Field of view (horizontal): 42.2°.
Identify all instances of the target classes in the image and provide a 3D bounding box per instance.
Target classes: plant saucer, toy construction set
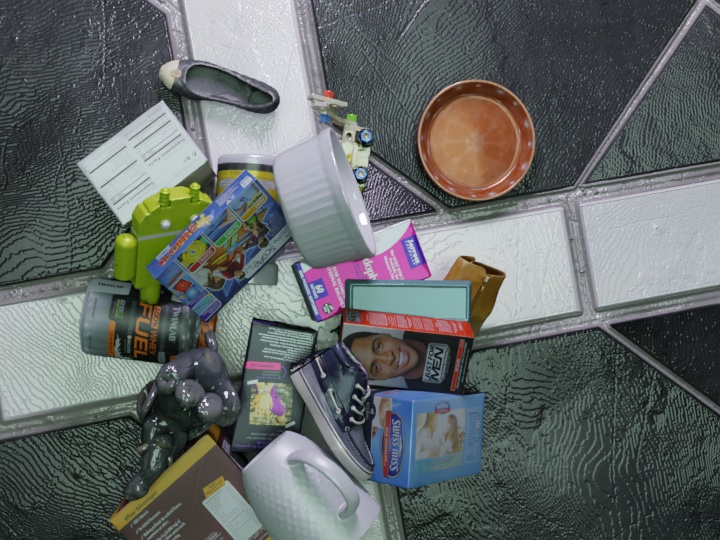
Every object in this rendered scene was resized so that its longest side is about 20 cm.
[{"bbox_3d":[0.075,0.049,1.444,0.199,0.019,0.070,1,91,-4],"label":"plant saucer"},{"bbox_3d":[0.191,-0.216,1.555,0.199,0.032,0.202,0,90,-6],"label":"plant saucer"},{"bbox_3d":[-0.047,-0.186,1.506,0.130,0.092,0.201,9,99,-5],"label":"toy construction set"}]

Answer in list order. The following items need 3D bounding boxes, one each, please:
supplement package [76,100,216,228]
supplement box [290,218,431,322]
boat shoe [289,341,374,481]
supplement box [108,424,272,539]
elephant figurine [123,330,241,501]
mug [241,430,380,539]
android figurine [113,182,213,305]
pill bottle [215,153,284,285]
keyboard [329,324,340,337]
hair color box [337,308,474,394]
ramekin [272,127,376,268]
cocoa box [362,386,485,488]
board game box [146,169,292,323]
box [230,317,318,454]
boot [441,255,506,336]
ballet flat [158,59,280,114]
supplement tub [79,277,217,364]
[{"bbox_3d":[-0.317,-0.150,1.416,0.156,0.200,0.111,-38,92,-5],"label":"supplement package"},{"bbox_3d":[0.000,0.000,1.498,0.199,0.103,0.102,-22,92,-8],"label":"supplement box"},{"bbox_3d":[-0.016,0.198,1.348,0.093,0.075,0.201,-34,84,11],"label":"boat shoe"},{"bbox_3d":[-0.242,0.381,1.450,0.197,0.133,0.200,-41,93,-5],"label":"supplement box"},{"bbox_3d":[-0.278,0.214,1.370,0.142,0.155,0.200,51,121,15],"label":"elephant figurine"},{"bbox_3d":[-0.071,0.317,1.328,0.175,0.200,0.148,48,54,1],"label":"mug"},{"bbox_3d":[-0.271,-0.040,1.357,0.181,0.041,0.201,-10,133,-33],"label":"android figurine"},{"bbox_3d":[-0.174,-0.078,1.474,0.114,0.114,0.201,3,88,-6],"label":"pill bottle"},{"bbox_3d":[0.024,0.094,1.539,0.200,0.040,0.104,-38,116,-7],"label":"keyboard"},{"bbox_3d":[0.065,0.123,1.419,0.199,0.061,0.102,6,111,-4],"label":"hair color box"},{"bbox_3d":[-0.054,-0.100,1.377,0.097,0.200,0.202,-19,91,8],"label":"ramekin"},{"bbox_3d":[0.086,0.250,1.438,0.199,0.131,0.134,4,90,-50],"label":"cocoa box"},{"bbox_3d":[-0.196,-0.032,1.359,0.200,0.034,0.135,-45,138,-5],"label":"board game box"},{"bbox_3d":[-0.137,0.183,1.469,0.105,0.122,0.201,11,89,-6],"label":"box"},{"bbox_3d":[0.129,0.040,1.490,0.200,0.071,0.145,7,116,-28],"label":"boot"},{"bbox_3d":[-0.225,-0.301,1.500,0.199,0.057,0.067,13,87,-6],"label":"ballet flat"},{"bbox_3d":[-0.326,0.082,1.451,0.199,0.123,0.123,7,88,-6],"label":"supplement tub"}]
